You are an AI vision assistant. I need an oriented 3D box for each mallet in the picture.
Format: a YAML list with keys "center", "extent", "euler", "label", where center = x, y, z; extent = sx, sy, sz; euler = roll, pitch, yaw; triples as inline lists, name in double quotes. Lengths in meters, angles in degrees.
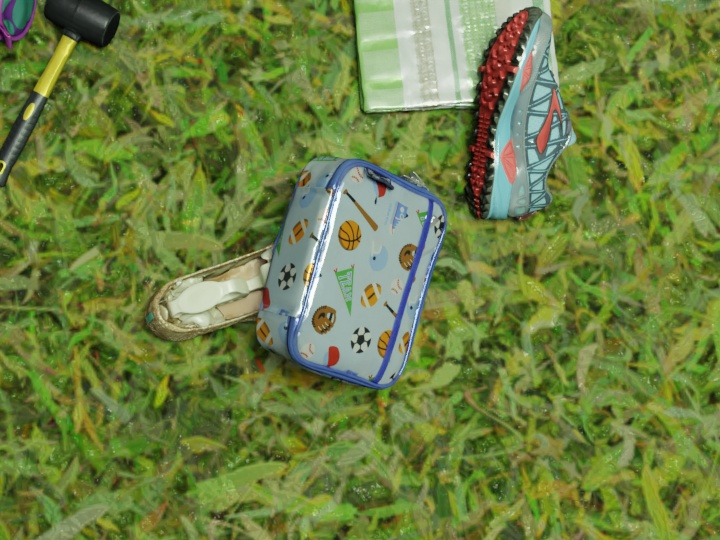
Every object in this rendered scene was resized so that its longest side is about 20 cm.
- center: [-0.305, -0.177, 0.854]
  extent: [0.066, 0.041, 0.201]
  euler: [34, 85, -3]
  label: "mallet"

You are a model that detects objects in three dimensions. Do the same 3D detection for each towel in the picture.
- center: [0.093, -0.232, 0.910]
  extent: [0.199, 0.031, 0.150]
  euler: [-4, 83, -4]
  label: "towel"

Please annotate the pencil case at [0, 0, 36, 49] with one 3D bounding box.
- center: [-0.403, -0.268, 0.826]
  extent: [0.199, 0.085, 0.093]
  euler: [12, 67, -5]
  label: "pencil case"

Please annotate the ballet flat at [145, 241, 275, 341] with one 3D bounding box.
- center: [-0.102, 0.016, 0.839]
  extent: [0.199, 0.065, 0.071]
  euler: [-23, 86, -9]
  label: "ballet flat"

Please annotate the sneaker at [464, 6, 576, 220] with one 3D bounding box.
- center: [0.160, -0.147, 0.869]
  extent: [0.095, 0.079, 0.201]
  euler: [1, 113, -18]
  label: "sneaker"

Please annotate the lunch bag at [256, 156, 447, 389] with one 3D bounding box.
- center: [0.000, 0.000, 0.824]
  extent: [0.160, 0.075, 0.201]
  euler: [24, 82, -39]
  label: "lunch bag"
